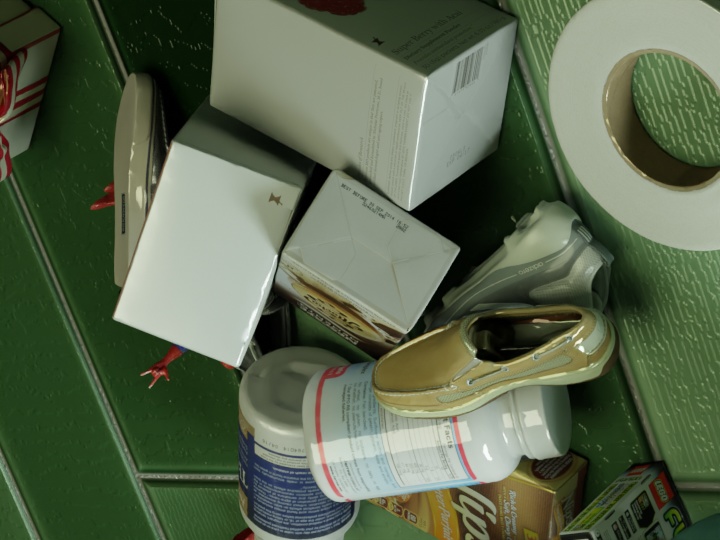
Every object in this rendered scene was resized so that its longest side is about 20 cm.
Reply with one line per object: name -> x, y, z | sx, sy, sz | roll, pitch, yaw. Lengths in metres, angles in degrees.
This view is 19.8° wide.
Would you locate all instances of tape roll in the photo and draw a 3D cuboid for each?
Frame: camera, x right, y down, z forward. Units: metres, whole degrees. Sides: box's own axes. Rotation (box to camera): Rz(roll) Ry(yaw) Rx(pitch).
tape roll -> 0.223, -0.111, 1.445 | 0.202, 0.037, 0.204 | 23, 129, 31

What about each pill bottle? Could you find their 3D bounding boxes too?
pill bottle -> -0.053, 0.174, 1.831 | 0.111, 0.111, 0.201 | 28, 137, 27
pill bottle -> 0.062, 0.119, 1.645 | 0.199, 0.109, 0.109 | -10, 111, 20

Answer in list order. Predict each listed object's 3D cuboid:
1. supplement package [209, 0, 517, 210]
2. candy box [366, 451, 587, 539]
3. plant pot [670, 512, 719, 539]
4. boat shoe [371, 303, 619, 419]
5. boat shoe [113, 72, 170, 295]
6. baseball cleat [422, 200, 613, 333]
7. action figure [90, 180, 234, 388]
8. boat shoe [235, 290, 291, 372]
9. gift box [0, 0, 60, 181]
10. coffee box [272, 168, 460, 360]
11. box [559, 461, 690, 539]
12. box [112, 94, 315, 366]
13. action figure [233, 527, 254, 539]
supplement package -> -0.001, -0.157, 1.561 | 0.199, 0.121, 0.120 | 28, 132, 26
candy box -> 0.091, 0.175, 1.742 | 0.199, 0.055, 0.116 | 26, 131, 29
plant pot -> 0.298, 0.262, 1.511 | 0.161, 0.200, 0.202 | 6, 120, 56
boat shoe -> 0.090, 0.057, 1.548 | 0.199, 0.072, 0.076 | -17, 149, 22
boat shoe -> -0.166, -0.071, 1.821 | 0.075, 0.092, 0.202 | -167, 79, -69
baseball cleat -> 0.123, 0.028, 1.607 | 0.106, 0.070, 0.200 | 45, 142, 1
action figure -> -0.187, 0.020, 1.872 | 0.200, 0.099, 0.065 | 50, 149, 1
boat shoe -> -0.092, 0.012, 1.795 | 0.068, 0.072, 0.201 | 24, 133, 33
gift box -> -0.400, -0.164, 1.880 | 0.186, 0.200, 0.185 | 39, 142, 15
coffee box -> 0.000, 0.000, 1.607 | 0.113, 0.080, 0.200 | 32, 170, 1
box -> 0.236, 0.265, 1.623 | 0.035, 0.110, 0.201 | -14, 105, 46
box -> -0.109, -0.036, 1.635 | 0.106, 0.200, 0.153 | 21, 104, -1
action figure -> -0.097, 0.358, 2.000 | 0.065, 0.099, 0.201 | 12, 126, 39
